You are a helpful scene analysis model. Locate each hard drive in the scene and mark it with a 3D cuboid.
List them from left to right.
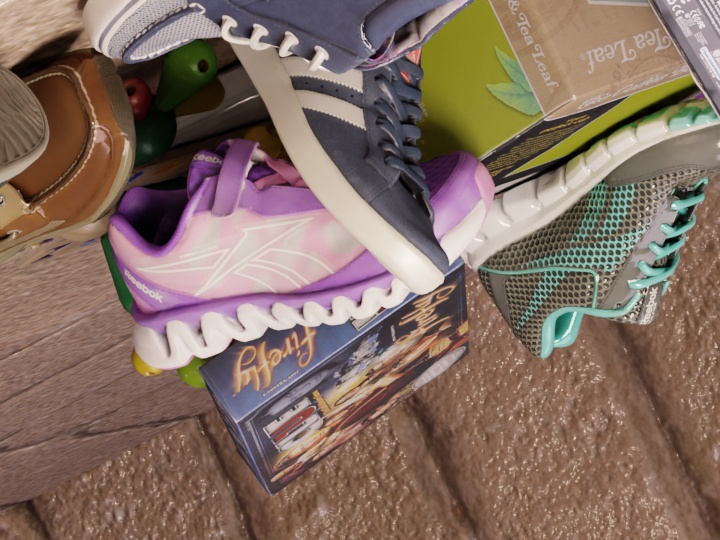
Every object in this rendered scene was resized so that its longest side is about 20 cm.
[{"bbox_3d":[-0.112,-0.069,1.605,0.200,0.026,0.132,-25,174,-1],"label":"hard drive"}]

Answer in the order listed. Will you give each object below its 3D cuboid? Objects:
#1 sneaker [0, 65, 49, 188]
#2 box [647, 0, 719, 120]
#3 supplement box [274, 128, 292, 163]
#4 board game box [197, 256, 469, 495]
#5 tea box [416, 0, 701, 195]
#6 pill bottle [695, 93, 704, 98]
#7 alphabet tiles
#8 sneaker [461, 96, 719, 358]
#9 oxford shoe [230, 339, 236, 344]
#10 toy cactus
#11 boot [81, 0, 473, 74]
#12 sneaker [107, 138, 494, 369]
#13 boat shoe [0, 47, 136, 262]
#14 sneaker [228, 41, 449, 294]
[{"bbox_3d":[-0.227,-0.021,1.234,0.106,0.075,0.200,-42,167,37],"label":"sneaker"},{"bbox_3d":[0.179,-0.170,1.207,0.161,0.200,0.049,-26,-144,16],"label":"box"},{"bbox_3d":[-0.029,-0.041,1.589,0.200,0.069,0.066,-36,130,24],"label":"supplement box"},{"bbox_3d":[-0.009,0.046,1.461,0.135,0.035,0.200,-35,167,-5],"label":"board game box"},{"bbox_3d":[0.084,-0.124,1.405,0.200,0.134,0.197,-20,173,-42],"label":"tea box"},{"bbox_3d":[0.212,-0.153,1.520,0.111,0.112,0.200,-23,145,-17],"label":"pill bottle"},{"bbox_3d":[-0.129,-0.040,1.625,0.200,0.008,0.167,-20,172,-40],"label":"alphabet tiles"},{"bbox_3d":[0.135,-0.020,1.432,0.077,0.091,0.200,-21,173,-46],"label":"sneaker"},{"bbox_3d":[0.000,0.000,1.535,0.071,0.073,0.200,24,128,-32],"label":"oxford shoe"},{"bbox_3d":[-0.112,-0.025,1.471,0.165,0.200,0.102,9,-138,17],"label":"toy cactus"},{"bbox_3d":[-0.034,-0.113,1.217,0.200,0.091,0.073,-31,172,41],"label":"boot"},{"bbox_3d":[-0.036,-0.022,1.328,0.200,0.089,0.081,-17,-157,26],"label":"sneaker"},{"bbox_3d":[-0.174,-0.041,1.359,0.074,0.076,0.200,-17,169,-37],"label":"boat shoe"},{"bbox_3d":[0.004,-0.081,1.265,0.084,0.200,0.075,-34,147,6],"label":"sneaker"}]
